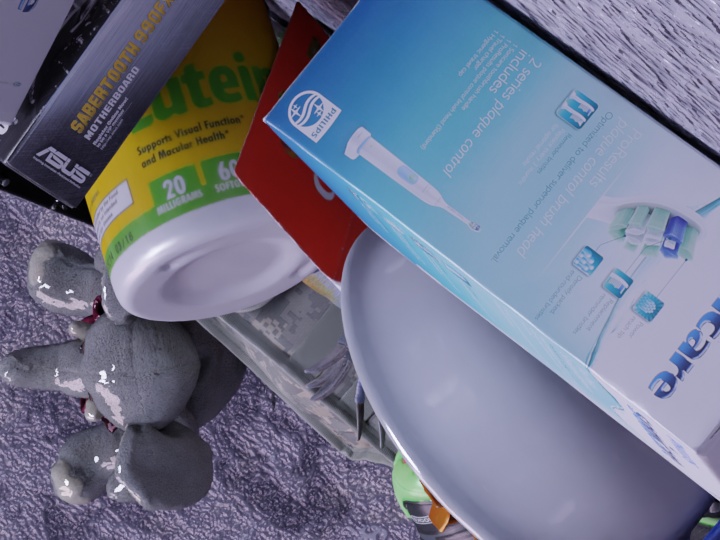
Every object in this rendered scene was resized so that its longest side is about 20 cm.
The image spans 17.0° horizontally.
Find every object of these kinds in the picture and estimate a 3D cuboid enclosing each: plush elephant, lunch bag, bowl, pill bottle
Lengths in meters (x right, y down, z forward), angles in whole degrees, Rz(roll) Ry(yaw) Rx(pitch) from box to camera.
[{"bbox_3d":[-0.136,0.057,1.418,0.199,0.166,0.155,-3,176,23],"label":"plush elephant"},{"bbox_3d":[-0.015,-0.017,1.339,0.200,0.164,0.118,41,168,-11],"label":"lunch bag"},{"bbox_3d":[0.095,0.032,1.028,0.200,0.090,0.202,32,-146,-24],"label":"bowl"},{"bbox_3d":[-0.090,-0.087,1.152,0.111,0.110,0.201,41,-152,-67],"label":"pill bottle"}]

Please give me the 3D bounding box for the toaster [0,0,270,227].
[{"bbox_3d":[-0.159,-0.137,1.397,0.119,0.200,0.181,41,-172,23],"label":"toaster"}]

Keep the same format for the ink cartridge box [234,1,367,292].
[{"bbox_3d":[0.034,-0.024,1.130,0.200,0.057,0.163,53,-153,-24],"label":"ink cartridge box"}]

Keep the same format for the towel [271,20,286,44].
[{"bbox_3d":[0.010,-0.088,1.499,0.149,0.031,0.200,39,179,-38],"label":"towel"}]

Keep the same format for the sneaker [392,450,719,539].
[{"bbox_3d":[0.117,0.119,1.255,0.198,0.077,0.084,4,129,14],"label":"sneaker"}]

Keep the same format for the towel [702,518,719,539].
[{"bbox_3d":[0.191,0.124,1.081,0.024,0.145,0.200,42,180,25],"label":"towel"}]

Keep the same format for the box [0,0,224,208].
[{"bbox_3d":[-0.143,-0.139,1.087,0.048,0.159,0.200,33,-177,-43],"label":"box"}]

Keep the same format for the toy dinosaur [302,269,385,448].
[{"bbox_3d":[0.000,0.000,1.207,0.180,0.202,0.105,6,-170,5],"label":"toy dinosaur"}]

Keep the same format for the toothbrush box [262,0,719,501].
[{"bbox_3d":[0.081,-0.009,0.865,0.200,0.085,0.146,39,178,24],"label":"toothbrush box"}]

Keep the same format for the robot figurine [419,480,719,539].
[{"bbox_3d":[0.136,0.097,1.157,0.145,0.198,0.059,-123,25,-58],"label":"robot figurine"}]

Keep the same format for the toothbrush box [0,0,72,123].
[{"bbox_3d":[-0.199,-0.176,0.996,0.200,0.147,0.085,39,-162,27],"label":"toothbrush box"}]
